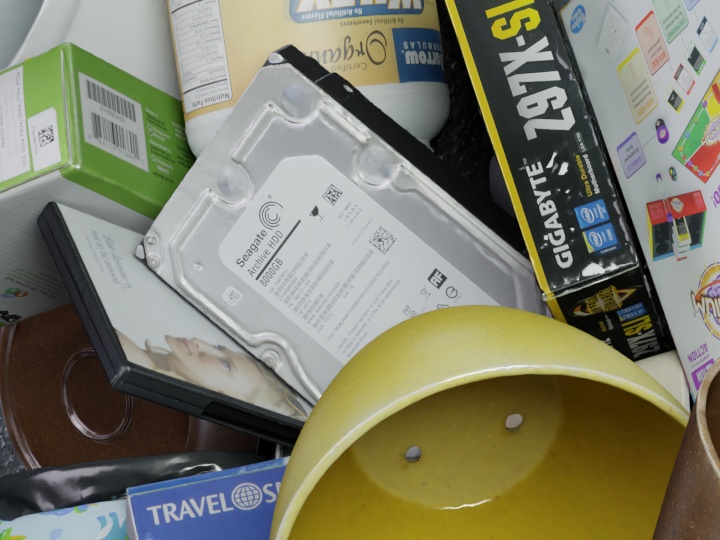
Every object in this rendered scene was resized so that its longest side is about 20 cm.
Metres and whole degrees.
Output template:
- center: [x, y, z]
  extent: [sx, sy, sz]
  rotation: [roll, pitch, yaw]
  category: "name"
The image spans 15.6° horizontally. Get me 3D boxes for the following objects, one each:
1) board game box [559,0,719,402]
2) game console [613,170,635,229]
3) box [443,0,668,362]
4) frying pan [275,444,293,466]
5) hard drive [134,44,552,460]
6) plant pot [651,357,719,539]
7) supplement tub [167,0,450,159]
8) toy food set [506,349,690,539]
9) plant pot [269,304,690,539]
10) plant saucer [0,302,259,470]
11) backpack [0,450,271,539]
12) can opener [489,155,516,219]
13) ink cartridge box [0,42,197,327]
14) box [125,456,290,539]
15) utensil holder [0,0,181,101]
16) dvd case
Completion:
- center: [0.159, -0.055, 1.134]
  extent: [0.153, 0.040, 0.200]
  rotation: [133, 122, -66]
  category: "board game box"
- center: [0.167, -0.079, 1.182]
  extent: [0.116, 0.176, 0.200]
  rotation: [-38, 39, -3]
  category: "game console"
- center: [0.084, -0.065, 1.206]
  extent: [0.049, 0.160, 0.200]
  rotation: [-18, 73, 4]
  category: "box"
- center: [-0.029, 0.158, 1.334]
  extent: [0.190, 0.031, 0.115]
  rotation: [-86, -12, -53]
  category: "frying pan"
- center: [0.000, 0.000, 1.323]
  extent: [0.200, 0.038, 0.140]
  rotation: [41, 113, 7]
  category: "hard drive"
- center: [0.178, 0.161, 1.015]
  extent: [0.187, 0.187, 0.200]
  rotation: [61, 138, 47]
  category: "plant pot"
- center: [-0.030, -0.131, 1.408]
  extent: [0.145, 0.145, 0.200]
  rotation: [-11, 87, 51]
  category: "supplement tub"
- center: [0.110, 0.140, 1.211]
  extent: [0.143, 0.060, 0.200]
  rotation: [-20, 60, 36]
  category: "toy food set"
- center: [0.050, 0.094, 1.129]
  extent: [0.200, 0.200, 0.142]
  rotation: [-57, 22, 19]
  category: "plant pot"
- center: [-0.144, 0.070, 1.521]
  extent: [0.200, 0.032, 0.201]
  rotation: [9, 105, 37]
  category: "plant saucer"
- center: [-0.119, 0.195, 1.339]
  extent: [0.163, 0.154, 0.200]
  rotation: [-7, 78, 16]
  category: "backpack"
- center: [0.075, -0.095, 1.363]
  extent: [0.066, 0.053, 0.200]
  rotation: [-42, 43, 29]
  category: "can opener"
- center: [-0.193, -0.037, 1.439]
  extent: [0.200, 0.148, 0.076]
  rotation: [-19, 65, 26]
  category: "ink cartridge box"
- center: [-0.038, 0.171, 1.247]
  extent: [0.048, 0.122, 0.200]
  rotation: [94, 164, -59]
  category: "box"
- center: [-0.128, -0.141, 1.531]
  extent: [0.170, 0.200, 0.170]
  rotation: [-31, 50, 46]
  category: "utensil holder"
- center: [-0.065, 0.039, 1.361]
  extent: [0.018, 0.200, 0.143]
  rotation: [-53, 39, 19]
  category: "dvd case"
